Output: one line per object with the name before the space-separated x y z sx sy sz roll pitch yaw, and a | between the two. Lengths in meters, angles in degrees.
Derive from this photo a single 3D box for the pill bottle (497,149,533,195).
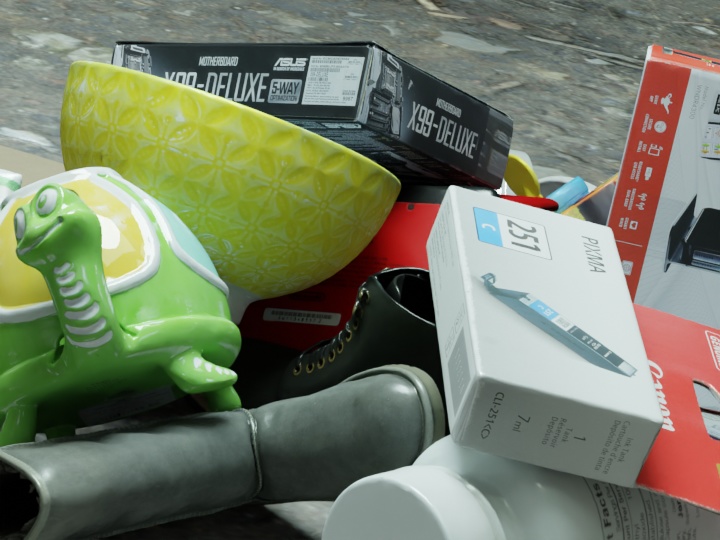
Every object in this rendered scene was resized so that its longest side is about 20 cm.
pill bottle | 0.011 -0.048 1.741 0.200 0.116 0.116 7 18 -11

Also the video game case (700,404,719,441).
video game case | 0.142 0.096 1.490 0.200 0.045 0.181 22 19 30

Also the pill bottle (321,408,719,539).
pill bottle | 0.081 0.129 1.236 0.114 0.114 0.200 26 22 39

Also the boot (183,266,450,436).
boot | -0.011 0.040 1.394 0.200 0.138 0.077 17 41 23

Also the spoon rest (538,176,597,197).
spoon rest | 0.187 0.006 1.747 0.200 0.099 0.061 32 43 20

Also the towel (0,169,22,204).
towel | -0.276 0.014 1.332 0.153 0.023 0.200 13 57 10

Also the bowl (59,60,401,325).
bowl | -0.086 -0.032 1.425 0.200 0.108 0.200 19 -5 2

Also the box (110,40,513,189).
box | -0.031 -0.094 1.551 0.200 0.050 0.158 4 -11 37

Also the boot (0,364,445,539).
boot | -0.083 0.093 1.249 0.200 0.073 0.182 4 -20 -44

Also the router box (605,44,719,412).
router box | 0.233 -0.016 1.490 0.179 0.200 0.049 13 16 4

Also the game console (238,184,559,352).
game console | 0.000 0.000 1.550 0.200 0.172 0.119 4 -27 24

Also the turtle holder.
turtle holder | -0.145 0.019 1.292 0.141 0.132 0.185 -23 -14 26

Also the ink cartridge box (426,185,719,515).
ink cartridge box | 0.126 0.040 1.260 0.176 0.045 0.200 16 27 -11

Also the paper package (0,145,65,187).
paper package | -0.246 -0.006 1.479 0.191 0.104 0.200 15 17 13

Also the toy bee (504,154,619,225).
toy bee | 0.147 -0.037 1.662 0.131 0.200 0.109 33 -6 -1
